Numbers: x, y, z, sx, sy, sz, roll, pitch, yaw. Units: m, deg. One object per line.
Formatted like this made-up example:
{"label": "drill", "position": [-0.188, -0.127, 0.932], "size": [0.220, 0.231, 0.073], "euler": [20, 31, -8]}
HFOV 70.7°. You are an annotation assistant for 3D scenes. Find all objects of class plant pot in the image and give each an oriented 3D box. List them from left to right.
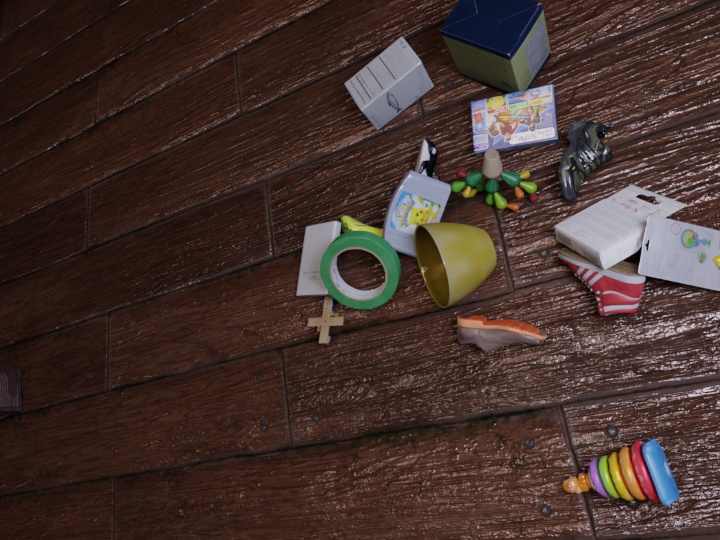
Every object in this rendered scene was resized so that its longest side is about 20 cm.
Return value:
{"label": "plant pot", "position": [0.227, -0.029, 1.178], "size": [0.141, 0.200, 0.201], "euler": [-17, 67, -9]}

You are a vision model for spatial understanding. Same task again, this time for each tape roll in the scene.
{"label": "tape roll", "position": [0.000, 0.000, 1.275], "size": [0.200, 0.048, 0.201], "euler": [6, 117, 12]}

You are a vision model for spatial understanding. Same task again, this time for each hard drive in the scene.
{"label": "hard drive", "position": [-0.116, -0.029, 1.397], "size": [0.132, 0.027, 0.201], "euler": [-5, 74, 45]}

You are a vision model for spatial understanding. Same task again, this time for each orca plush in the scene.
{"label": "orca plush", "position": [0.173, -0.231, 1.308], "size": [0.071, 0.105, 0.201], "euler": [13, 78, -4]}

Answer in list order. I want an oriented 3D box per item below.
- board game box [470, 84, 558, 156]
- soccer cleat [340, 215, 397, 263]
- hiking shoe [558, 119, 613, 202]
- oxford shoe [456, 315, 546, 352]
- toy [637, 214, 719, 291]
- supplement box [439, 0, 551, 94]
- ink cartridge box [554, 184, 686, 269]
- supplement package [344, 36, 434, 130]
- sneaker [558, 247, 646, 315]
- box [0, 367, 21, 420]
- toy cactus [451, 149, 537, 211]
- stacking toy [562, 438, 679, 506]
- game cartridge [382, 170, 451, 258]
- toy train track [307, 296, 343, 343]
{"label": "board game box", "position": [0.376, -0.366, 1.250], "size": [0.199, 0.034, 0.136], "euler": [-4, 86, 25]}
{"label": "soccer cleat", "position": [0.026, -0.093, 1.358], "size": [0.084, 0.065, 0.200], "euler": [-37, 55, -21]}
{"label": "hiking shoe", "position": [0.510, -0.250, 1.145], "size": [0.100, 0.076, 0.201], "euler": [9, 80, 31]}
{"label": "oxford shoe", "position": [0.316, 0.150, 1.149], "size": [0.199, 0.071, 0.073], "euler": [7, 99, 31]}
{"label": "toy", "position": [0.634, -0.031, 0.999], "size": [0.199, 0.047, 0.116], "euler": [11, 89, -6]}
{"label": "supplement box", "position": [0.334, -0.554, 1.240], "size": [0.200, 0.200, 0.134], "euler": [36, 95, 29]}
{"label": "ink cartridge box", "position": [0.541, -0.096, 1.068], "size": [0.199, 0.050, 0.161], "euler": [-27, 29, -2]}
{"label": "supplement package", "position": [0.079, -0.511, 1.399], "size": [0.200, 0.117, 0.118], "euler": [-36, 64, 14]}
{"label": "sneaker", "position": [0.502, 0.024, 1.080], "size": [0.200, 0.071, 0.113], "euler": [35, 137, 56]}
{"label": "box", "position": [-1.345, 0.441, 1.788], "size": [0.165, 0.200, 0.165], "euler": [-25, 67, 17]}
{"label": "toy cactus", "position": [0.315, -0.219, 1.191], "size": [0.199, 0.165, 0.103], "euler": [15, 63, 23]}
{"label": "stacking toy", "position": [0.488, 0.400, 0.984], "size": [0.200, 0.116, 0.110], "euler": [-26, 66, 32]}
{"label": "game cartridge", "position": [0.132, -0.138, 1.262], "size": [0.133, 0.040, 0.201], "euler": [18, 99, -7]}
{"label": "toy train track", "position": [-0.081, 0.100, 1.367], "size": [0.114, 0.033, 0.201], "euler": [-5, 69, 32]}
